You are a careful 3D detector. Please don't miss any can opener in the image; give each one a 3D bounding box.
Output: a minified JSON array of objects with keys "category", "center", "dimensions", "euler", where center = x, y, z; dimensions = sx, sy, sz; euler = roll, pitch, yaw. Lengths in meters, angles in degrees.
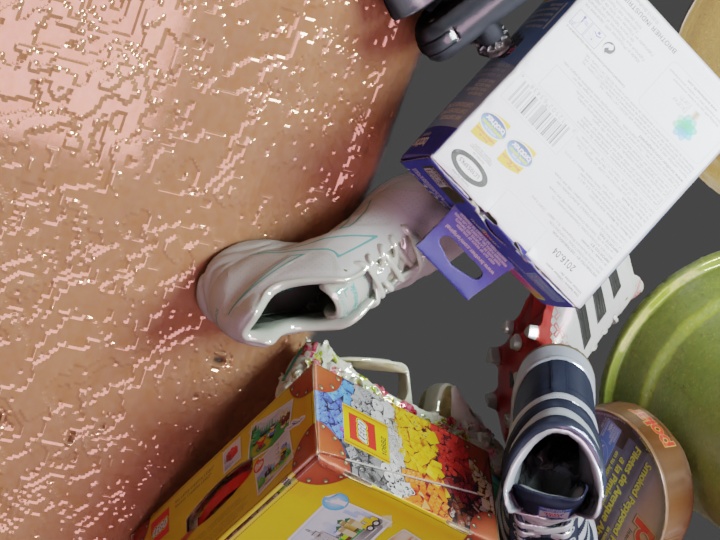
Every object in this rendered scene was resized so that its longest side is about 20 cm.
[{"category":"can opener","center":[0.109,-0.197,1.408],"dimensions":[0.199,0.063,0.079],"euler":[-33,119,-3]}]

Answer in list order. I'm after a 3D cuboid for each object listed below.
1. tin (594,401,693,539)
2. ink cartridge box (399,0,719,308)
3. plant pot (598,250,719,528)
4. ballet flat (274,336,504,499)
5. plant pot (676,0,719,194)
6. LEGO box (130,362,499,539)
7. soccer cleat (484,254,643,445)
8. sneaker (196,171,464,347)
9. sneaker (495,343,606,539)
[{"category":"tin","center":[0.157,0.179,1.552],"dimensions":[0.042,0.112,0.201],"euler":[-8,132,-39]},{"category":"ink cartridge box","center":[0.121,-0.071,1.422],"dimensions":[0.136,0.076,0.200],"euler":[45,80,-11]},{"category":"plant pot","center":[0.284,0.111,1.538],"dimensions":[0.199,0.184,0.202],"euler":[-7,115,-16]},{"category":"ballet flat","center":[0.032,0.096,1.512],"dimensions":[0.199,0.075,0.064],"euler":[24,70,-32]},{"category":"plant pot","center":[0.288,-0.138,1.520],"dimensions":[0.198,0.028,0.202],"euler":[-7,115,-16]},{"category":"LEGO box","center":[-0.032,0.171,1.471],"dimensions":[0.148,0.078,0.200],"euler":[28,126,-28]},{"category":"soccer cleat","center":[0.140,0.027,1.514],"dimensions":[0.084,0.069,0.202],"euler":[8,102,-21]},{"category":"sneaker","center":[0.000,0.000,1.449],"dimensions":[0.199,0.080,0.071],"euler":[-24,117,-10]},{"category":"sneaker","center":[0.119,0.159,1.462],"dimensions":[0.069,0.109,0.202],"euler":[1,115,2]}]
